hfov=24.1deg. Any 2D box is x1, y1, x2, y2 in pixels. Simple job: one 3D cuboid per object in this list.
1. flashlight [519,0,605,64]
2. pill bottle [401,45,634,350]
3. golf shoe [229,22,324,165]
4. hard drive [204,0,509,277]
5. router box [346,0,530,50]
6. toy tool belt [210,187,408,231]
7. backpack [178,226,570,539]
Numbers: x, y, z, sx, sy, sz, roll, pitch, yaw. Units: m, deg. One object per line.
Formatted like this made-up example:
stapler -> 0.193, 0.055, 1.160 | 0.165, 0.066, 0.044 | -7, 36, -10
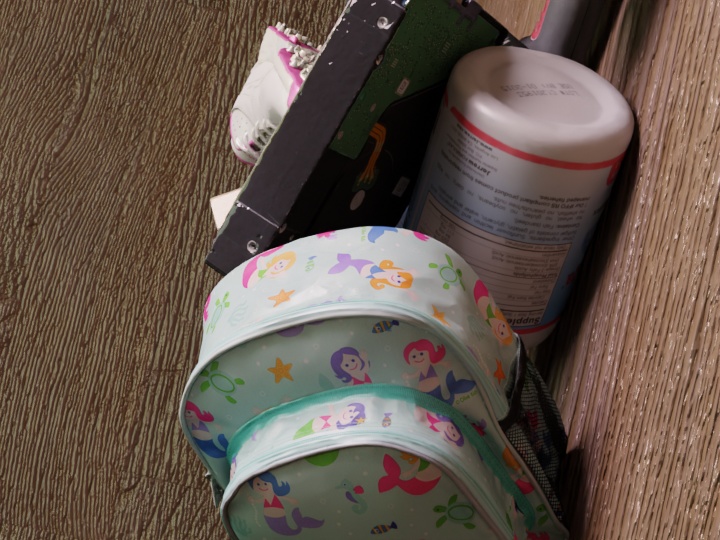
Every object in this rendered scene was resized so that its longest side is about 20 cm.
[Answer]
flashlight -> 0.134, -0.189, 1.076 | 0.068, 0.068, 0.200 | -42, -25, -50
pill bottle -> 0.080, -0.022, 0.996 | 0.109, 0.108, 0.200 | -86, 10, -56
golf shoe -> -0.042, -0.097, 1.068 | 0.092, 0.075, 0.200 | -57, 13, 10
hard drive -> 0.001, -0.074, 0.958 | 0.200, 0.038, 0.140 | -59, -23, 7
router box -> 0.052, -0.099, 1.128 | 0.051, 0.149, 0.200 | -33, -29, -23
toy tool belt -> 0.000, 0.000, 1.130 | 0.123, 0.200, 0.125 | -35, -14, -22
backpack -> 0.003, 0.082, 0.878 | 0.151, 0.177, 0.200 | -75, -36, -54
